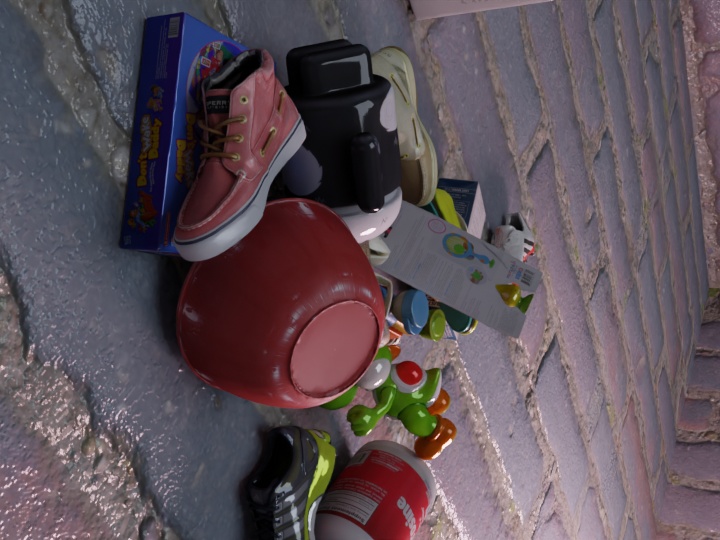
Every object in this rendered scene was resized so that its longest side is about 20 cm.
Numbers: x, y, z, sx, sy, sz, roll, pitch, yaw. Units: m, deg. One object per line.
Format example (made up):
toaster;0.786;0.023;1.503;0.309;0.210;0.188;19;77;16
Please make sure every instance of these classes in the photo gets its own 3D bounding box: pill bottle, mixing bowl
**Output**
pill bottle;-0.001;0.294;0.973;0.200;0.112;0.113;-45;130;-48
mixing bowl;-0.052;0.047;0.769;0.200;0.108;0.201;-20;125;-31

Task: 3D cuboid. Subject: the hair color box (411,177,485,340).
hair color box;0.121;-0.016;1.190;0.100;0.060;0.201;61;41;-61

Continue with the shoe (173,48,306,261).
shoe;-0.112;-0.102;0.713;0.091;0.071;0.200;66;34;-35

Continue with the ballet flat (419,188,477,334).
ballet flat;0.123;-0.017;1.100;0.067;0.067;0.201;-3;68;-44

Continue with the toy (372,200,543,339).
toy;0.108;0.005;1.023;0.115;0.199;0.047;-59;171;-40

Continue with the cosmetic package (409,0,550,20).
cosmetic package;0.161;-0.444;1.104;0.165;0.199;0.165;-58;138;-39

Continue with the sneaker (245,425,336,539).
sneaker;-0.088;0.252;0.879;0.081;0.074;0.201;35;56;-45

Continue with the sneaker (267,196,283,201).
sneaker;-0.084;0.031;0.855;0.087;0.074;0.201;-34;122;-48

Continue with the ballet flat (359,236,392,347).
ballet flat;0.000;0.000;0.945;0.068;0.067;0.201;122;-32;-56

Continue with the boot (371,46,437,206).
boot;0.021;-0.154;1.017;0.155;0.072;0.201;-37;118;-53

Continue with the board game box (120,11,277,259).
board game box;-0.140;-0.109;0.772;0.134;0.045;0.201;13;81;-59

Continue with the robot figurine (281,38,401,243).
robot figurine;-0.024;-0.124;0.861;0.150;0.124;0.201;-59;146;-59

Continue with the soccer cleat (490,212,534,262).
soccer cleat;0.237;-0.026;1.403;0.200;0.068;0.085;-48;123;-51

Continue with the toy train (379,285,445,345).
toy train;0.053;0.064;1.043;0.200;0.115;0.085;33;65;-55

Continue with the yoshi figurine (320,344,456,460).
yoshi figurine;0.014;0.142;0.985;0.200;0.112;0.112;40;66;-29

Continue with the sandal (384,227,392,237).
sandal;0.046;-0.048;1.091;0.200;0.045;0.075;29;69;-57
